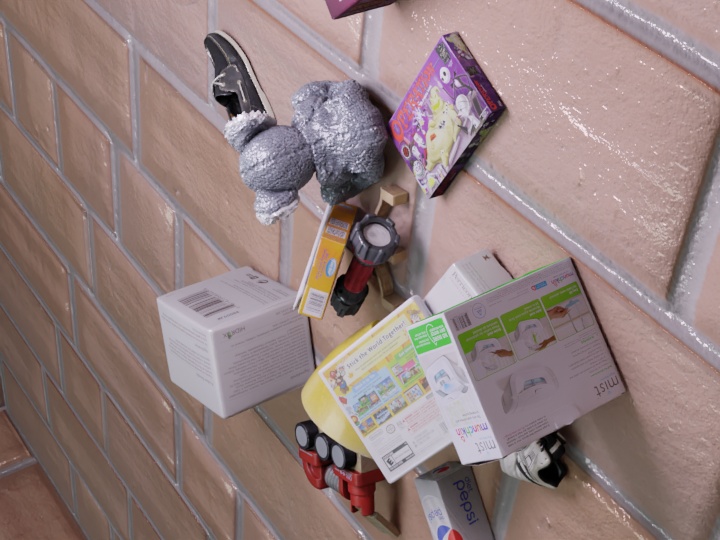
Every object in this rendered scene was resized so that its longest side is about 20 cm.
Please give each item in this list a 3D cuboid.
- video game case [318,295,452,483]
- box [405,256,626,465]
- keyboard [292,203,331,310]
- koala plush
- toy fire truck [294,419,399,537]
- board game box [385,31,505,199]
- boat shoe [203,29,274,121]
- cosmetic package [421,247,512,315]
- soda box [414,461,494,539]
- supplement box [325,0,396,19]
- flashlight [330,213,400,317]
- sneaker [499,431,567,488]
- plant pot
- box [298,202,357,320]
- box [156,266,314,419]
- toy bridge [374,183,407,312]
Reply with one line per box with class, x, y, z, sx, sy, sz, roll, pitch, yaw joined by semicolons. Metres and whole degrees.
video game case;0.057;0.159;1.525;0.200;0.023;0.183;-40;80;35
box;0.184;0.104;1.348;0.097;0.199;0.178;-26;87;60
keyboard;-0.066;-0.036;1.715;0.011;0.201;0.056;17;147;-1
koala plush;-0.080;-0.165;1.584;0.184;0.199;0.179;-2;106;68
toy fire truck;-0.013;0.350;1.921;0.175;0.128;0.202;16;112;54
board game box;0.103;-0.192;1.468;0.121;0.032;0.200;63;150;19
boat shoe;-0.208;-0.301;1.866;0.201;0.067;0.072;63;151;13
cosmetic package;0.125;0.073;1.516;0.102;0.074;0.200;53;139;17
soda box;0.149;0.389;1.710;0.063;0.068;0.202;-10;99;59
supplement box;0.026;-0.404;1.384;0.200;0.103;0.132;-21;92;61
flashlight;0.000;0.000;1.657;0.068;0.067;0.200;65;152;25
sneaker;0.220;0.199;1.463;0.087;0.076;0.201;21;147;34
plant pot;0.032;0.157;1.665;0.200;0.199;0.143;43;118;37
box;-0.044;-0.022;1.672;0.041;0.200;0.120;18;111;1
box;-0.214;0.120;2.003;0.198;0.199;0.173;23;125;50
toy bridge;0.039;-0.032;1.669;0.067;0.027;0.202;37;138;46
